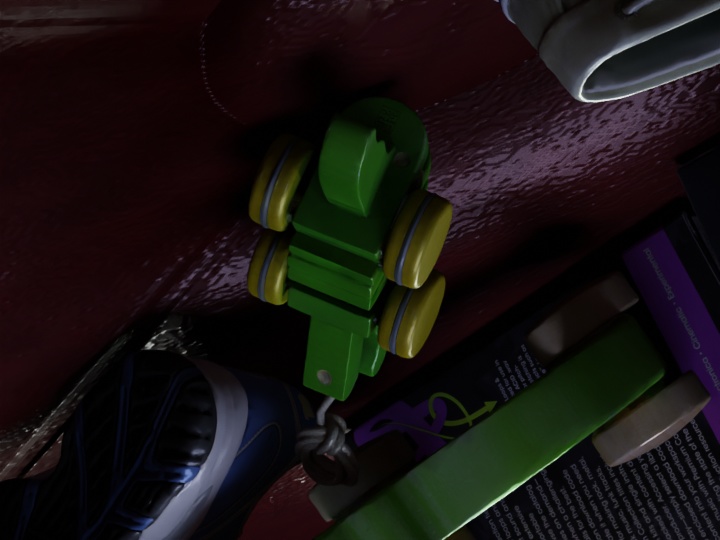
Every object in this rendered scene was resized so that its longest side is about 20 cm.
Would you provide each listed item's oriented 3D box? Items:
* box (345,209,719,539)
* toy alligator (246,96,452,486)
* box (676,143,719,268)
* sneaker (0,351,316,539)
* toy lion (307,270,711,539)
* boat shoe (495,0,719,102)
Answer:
[{"bbox_3d":[0.094,0.086,1.016,0.200,0.143,0.036,-34,165,30],"label":"box"},{"bbox_3d":[0.000,0.000,0.824,0.200,0.059,0.054,94,22,-55],"label":"toy alligator"},{"bbox_3d":[0.237,-0.010,0.976,0.148,0.107,0.200,-29,159,19],"label":"box"},{"bbox_3d":[-0.091,0.102,0.941,0.077,0.076,0.200,4,148,-43],"label":"sneaker"},{"bbox_3d":[0.014,0.094,0.930,0.200,0.069,0.192,-38,174,30],"label":"toy lion"},{"bbox_3d":[0.130,-0.095,0.725,0.199,0.062,0.072,-17,159,-16],"label":"boat shoe"}]
